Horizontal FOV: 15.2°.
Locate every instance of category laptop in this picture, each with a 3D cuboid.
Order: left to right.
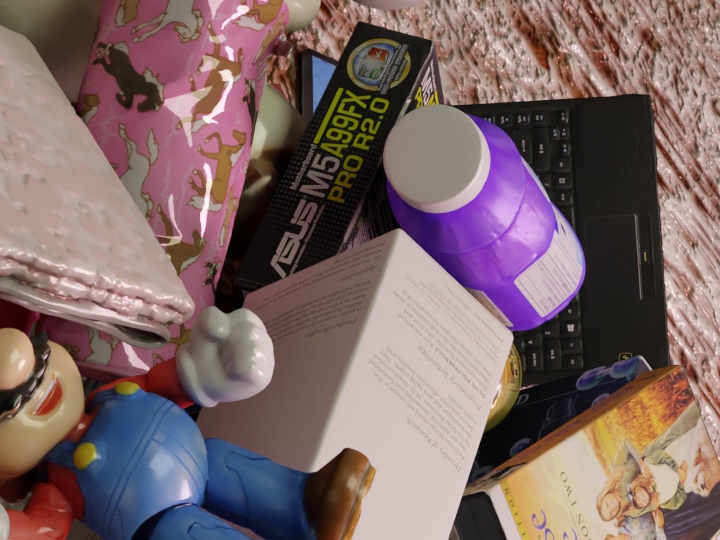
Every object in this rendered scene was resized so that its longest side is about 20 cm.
[{"bbox_3d":[0.070,-0.032,1.509,0.103,0.199,0.178,76,12,-69],"label":"laptop"}]

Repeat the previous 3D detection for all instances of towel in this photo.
[{"bbox_3d":[-0.173,-0.058,1.087,0.200,0.032,0.191,21,28,-52],"label":"towel"}]

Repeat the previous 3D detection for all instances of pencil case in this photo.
[{"bbox_3d":[-0.089,-0.043,1.206,0.083,0.086,0.201,28,75,-80],"label":"pencil case"}]

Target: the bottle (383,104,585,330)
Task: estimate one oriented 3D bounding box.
[{"bbox_3d":[0.056,-0.029,1.287,0.084,0.065,0.200,51,2,20],"label":"bottle"}]

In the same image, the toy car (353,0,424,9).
[{"bbox_3d":[-0.047,-0.219,1.407,0.150,0.175,0.200,-33,144,-14],"label":"toy car"}]

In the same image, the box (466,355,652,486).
[{"bbox_3d":[0.090,0.162,1.416,0.107,0.148,0.200,52,41,-23],"label":"box"}]

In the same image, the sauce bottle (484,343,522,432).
[{"bbox_3d":[0.049,0.053,1.365,0.200,0.066,0.066,10,64,-82],"label":"sauce bottle"}]

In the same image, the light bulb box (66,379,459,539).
[{"bbox_3d":[-0.053,0.160,1.259,0.198,0.124,0.201,45,45,-29],"label":"light bulb box"}]

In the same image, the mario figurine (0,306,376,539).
[{"bbox_3d":[-0.097,0.063,1.007,0.199,0.106,0.123,23,17,5],"label":"mario figurine"}]

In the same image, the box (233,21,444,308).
[{"bbox_3d":[0.000,0.000,1.352,0.200,0.044,0.161,77,32,-57],"label":"box"}]

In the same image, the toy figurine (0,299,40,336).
[{"bbox_3d":[-0.214,0.038,1.131,0.184,0.150,0.201,7,91,-59],"label":"toy figurine"}]

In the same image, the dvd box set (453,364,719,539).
[{"bbox_3d":[0.128,0.143,1.324,0.200,0.029,0.147,-24,94,-53],"label":"dvd box set"}]

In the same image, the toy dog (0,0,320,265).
[{"bbox_3d":[-0.100,-0.094,1.303,0.200,0.139,0.194,54,54,-20],"label":"toy dog"}]

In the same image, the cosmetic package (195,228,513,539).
[{"bbox_3d":[-0.020,0.092,1.143,0.085,0.107,0.201,42,48,-26],"label":"cosmetic package"}]
